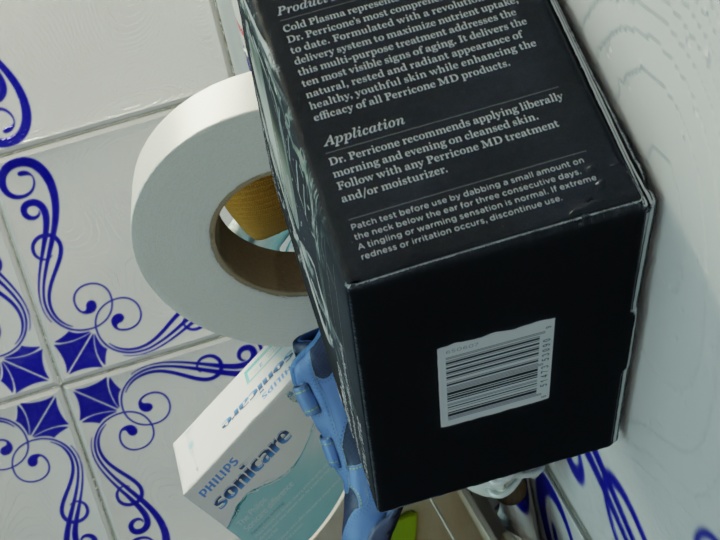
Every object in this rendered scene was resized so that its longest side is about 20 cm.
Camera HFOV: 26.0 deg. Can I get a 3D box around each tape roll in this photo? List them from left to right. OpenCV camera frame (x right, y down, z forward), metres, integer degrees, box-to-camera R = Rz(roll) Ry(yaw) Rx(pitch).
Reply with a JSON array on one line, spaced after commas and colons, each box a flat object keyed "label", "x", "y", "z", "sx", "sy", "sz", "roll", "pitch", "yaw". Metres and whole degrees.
[{"label": "tape roll", "x": -0.036, "y": -0.033, "z": 0.921, "sx": 0.204, "sy": 0.200, "sz": 0.037, "roll": 80, "pitch": -178, "yaw": -47}]

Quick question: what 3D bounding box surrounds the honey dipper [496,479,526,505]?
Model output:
[{"label": "honey dipper", "x": 0.071, "y": 0.100, "z": 1.079, "sx": 0.200, "sy": 0.038, "sz": 0.038, "roll": -120, "pitch": 15, "yaw": -61}]

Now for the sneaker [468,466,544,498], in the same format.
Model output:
[{"label": "sneaker", "x": 0.077, "y": 0.087, "z": 0.869, "sx": 0.071, "sy": 0.072, "sz": 0.200, "roll": 62, "pitch": -179, "yaw": 12}]

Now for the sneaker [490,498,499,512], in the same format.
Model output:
[{"label": "sneaker", "x": 0.036, "y": 0.235, "z": 1.101, "sx": 0.072, "sy": 0.200, "sz": 0.115, "roll": -6, "pitch": 109, "yaw": 50}]

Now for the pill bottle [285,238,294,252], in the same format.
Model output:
[{"label": "pill bottle", "x": 0.000, "y": 0.000, "z": 1.107, "sx": 0.200, "sy": 0.110, "sz": 0.112, "roll": 138, "pitch": 116, "yaw": -84}]

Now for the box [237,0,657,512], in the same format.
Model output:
[{"label": "box", "x": 0.030, "y": -0.035, "z": 0.680, "sx": 0.201, "sy": 0.123, "sz": 0.198, "roll": 83, "pitch": 171, "yaw": -57}]

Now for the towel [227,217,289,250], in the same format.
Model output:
[{"label": "towel", "x": -0.055, "y": -0.062, "z": 1.199, "sx": 0.048, "sy": 0.201, "sz": 0.171, "roll": 33, "pitch": 176, "yaw": -5}]

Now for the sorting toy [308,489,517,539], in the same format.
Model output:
[{"label": "sorting toy", "x": 0.027, "y": 0.220, "z": 0.975, "sx": 0.201, "sy": 0.179, "sz": 0.107, "roll": 59, "pitch": 174, "yaw": 27}]

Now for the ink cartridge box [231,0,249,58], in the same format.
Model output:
[{"label": "ink cartridge box", "x": -0.066, "y": -0.257, "z": 1.157, "sx": 0.145, "sy": 0.086, "sz": 0.202, "roll": -120, "pitch": 16, "yaw": -68}]

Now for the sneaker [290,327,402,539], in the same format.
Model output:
[{"label": "sneaker", "x": -0.001, "y": 0.074, "z": 0.920, "sx": 0.074, "sy": 0.081, "sz": 0.203, "roll": -56, "pitch": -29, "yaw": -77}]

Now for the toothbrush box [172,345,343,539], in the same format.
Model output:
[{"label": "toothbrush box", "x": -0.026, "y": 0.160, "z": 1.225, "sx": 0.200, "sy": 0.147, "sz": 0.085, "roll": 40, "pitch": -172, "yaw": -24}]

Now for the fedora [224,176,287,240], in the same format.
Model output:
[{"label": "fedora", "x": -0.045, "y": -0.074, "z": 1.010, "sx": 0.201, "sy": 0.199, "sz": 0.083, "roll": -130, "pitch": 15, "yaw": -76}]

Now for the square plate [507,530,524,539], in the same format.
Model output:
[{"label": "square plate", "x": 0.067, "y": 0.279, "z": 1.128, "sx": 0.202, "sy": 0.028, "sz": 0.198, "roll": -64, "pitch": 4, "yaw": -4}]
